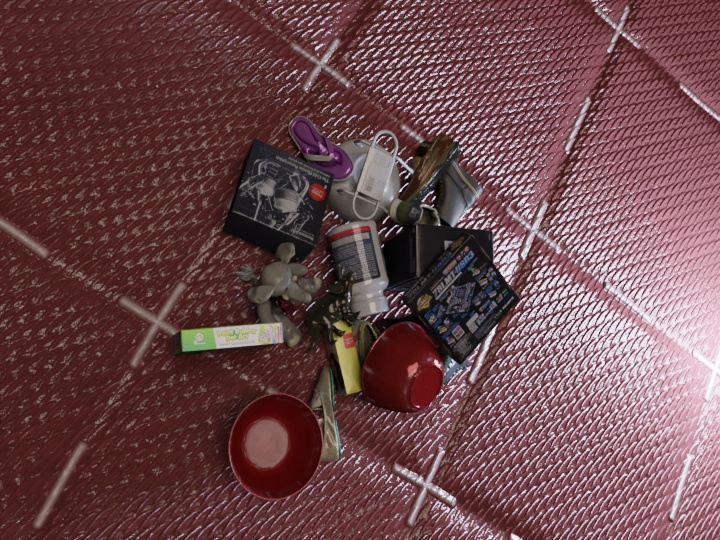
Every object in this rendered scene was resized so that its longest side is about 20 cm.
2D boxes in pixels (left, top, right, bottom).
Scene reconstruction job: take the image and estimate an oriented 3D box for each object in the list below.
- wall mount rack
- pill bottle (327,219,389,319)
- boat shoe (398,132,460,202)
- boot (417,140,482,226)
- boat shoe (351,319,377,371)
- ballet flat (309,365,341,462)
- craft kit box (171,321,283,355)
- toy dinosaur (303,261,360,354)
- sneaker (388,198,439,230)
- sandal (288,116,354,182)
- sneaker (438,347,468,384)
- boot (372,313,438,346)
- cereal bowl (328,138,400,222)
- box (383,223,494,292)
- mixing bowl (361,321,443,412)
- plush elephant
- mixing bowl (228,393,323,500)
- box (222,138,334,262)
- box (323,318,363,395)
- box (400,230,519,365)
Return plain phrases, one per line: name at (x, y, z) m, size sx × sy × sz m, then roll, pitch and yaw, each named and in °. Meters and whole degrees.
wall mount rack at (0.045, -0.201, 1.528) m, size 0.170 × 0.074 × 0.206 m, roll 21°, pitch 86°, yaw -23°
pill bottle at (0.000, 0.000, 1.540) m, size 0.116 × 0.119 × 0.207 m, roll -10°, pitch 84°, yaw -22°
boat shoe at (0.154, -0.240, 1.635) m, size 0.074 × 0.076 × 0.201 m, roll 41°, pitch 93°, yaw 13°
boot at (0.193, -0.206, 1.683) m, size 0.199 × 0.077 × 0.140 m, roll 39°, pitch 78°, yaw -5°
boat shoe at (0.031, 0.208, 1.534) m, size 0.072 × 0.063 × 0.207 m, roll -22°, pitch 100°, yaw -24°
ballet flat at (-0.081, 0.312, 1.482) m, size 0.060 × 0.067 × 0.207 m, roll -6°, pitch 82°, yaw -12°
craft kit box at (-0.269, 0.137, 1.367) m, size 0.194 × 0.197 × 0.050 m, roll -3°, pitch 80°, yaw -21°
toy dinosaur at (-0.066, 0.093, 1.455) m, size 0.102 × 0.077 × 0.201 m, roll 41°, pitch 76°, yaw 5°
sneaker at (0.148, -0.113, 1.585) m, size 0.198 × 0.088 × 0.069 m, roll 18°, pitch 89°, yaw -55°
sandal at (-0.098, -0.276, 1.553) m, size 0.202 × 0.050 × 0.083 m, roll 43°, pitch 90°, yaw 18°
sneaker at (0.215, 0.229, 1.610) m, size 0.087 × 0.074 × 0.203 m, roll 38°, pitch 69°, yaw -17°
boot at (0.139, 0.096, 1.556) m, size 0.195 × 0.169 × 0.073 m, roll 13°, pitch 33°, yaw -29°
cereal bowl at (0.009, -0.215, 1.603) m, size 0.194 × 0.083 × 0.207 m, roll 4°, pitch 80°, yaw -20°
box at (0.174, -0.021, 1.568) m, size 0.194 × 0.198 × 0.128 m, roll 4°, pitch 78°, yaw -20°
mixing bowl at (0.109, 0.227, 1.476) m, size 0.196 × 0.107 × 0.206 m, roll -17°, pitch 119°, yaw -33°
plush elephant at (-0.166, 0.038, 1.447) m, size 0.198 × 0.154 × 0.168 m, roll 34°, pitch 70°, yaw -12°
mixing bowl at (-0.184, 0.357, 1.408) m, size 0.194 × 0.108 × 0.207 m, roll 4°, pitch 79°, yaw -21°
box at (-0.177, -0.150, 1.492) m, size 0.195 × 0.104 × 0.187 m, roll 21°, pitch 65°, yaw -17°
box at (-0.043, 0.169, 1.517) m, size 0.049 × 0.075 × 0.207 m, roll -10°, pitch 83°, yaw -22°
box at (0.214, 0.060, 1.453) m, size 0.200 × 0.050 × 0.199 m, roll -46°, pitch 112°, yaw -5°
